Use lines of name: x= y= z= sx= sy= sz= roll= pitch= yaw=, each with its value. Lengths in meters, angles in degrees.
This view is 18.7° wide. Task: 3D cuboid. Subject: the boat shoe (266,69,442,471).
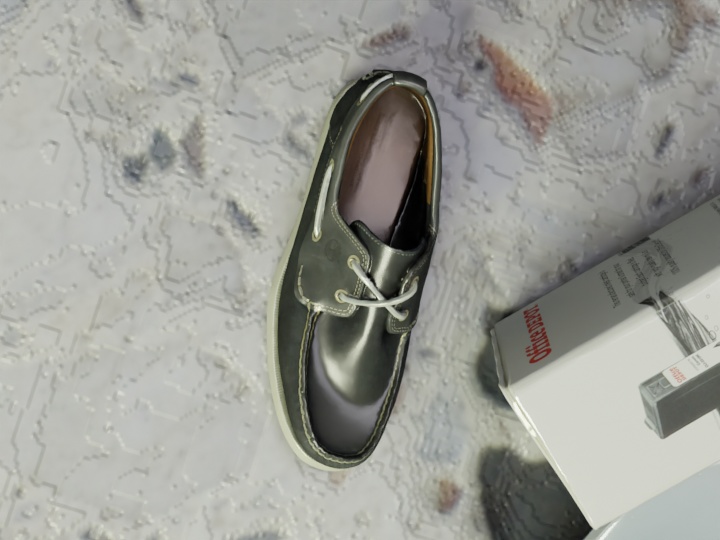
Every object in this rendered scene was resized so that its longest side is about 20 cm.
boat shoe: x=0.000 y=0.000 z=1.071 sx=0.072 sy=0.068 sz=0.200 roll=11 pitch=88 yaw=-18

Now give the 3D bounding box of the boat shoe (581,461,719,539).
boat shoe: x=0.132 y=0.150 z=1.082 sx=0.075 sy=0.086 sz=0.202 roll=39 pitch=108 yaw=-7

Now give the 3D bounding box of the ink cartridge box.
ink cartridge box: x=0.170 y=0.026 z=1.051 sx=0.200 sy=0.144 sz=0.084 roll=-30 pitch=99 yaw=6
